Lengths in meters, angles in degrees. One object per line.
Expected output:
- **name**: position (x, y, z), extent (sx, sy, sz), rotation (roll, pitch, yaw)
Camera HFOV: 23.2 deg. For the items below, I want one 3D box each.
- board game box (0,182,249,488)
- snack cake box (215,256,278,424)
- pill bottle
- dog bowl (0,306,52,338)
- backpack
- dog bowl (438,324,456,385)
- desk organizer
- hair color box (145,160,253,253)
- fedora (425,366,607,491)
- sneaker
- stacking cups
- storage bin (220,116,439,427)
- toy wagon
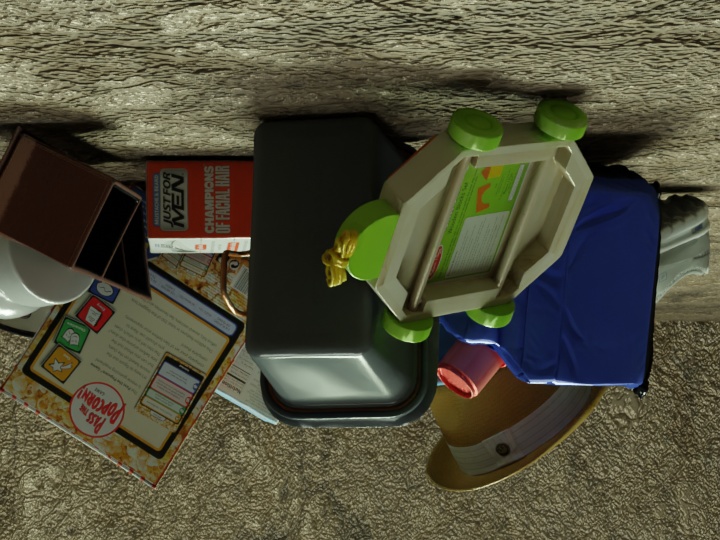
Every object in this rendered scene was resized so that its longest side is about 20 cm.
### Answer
- **board game box**: position (-0.179, 0.054, 1.438), extent (0.151, 0.201, 0.046), rotation (33, 171, -5)
- **snack cake box**: position (-0.134, 0.034, 1.510), extent (0.199, 0.115, 0.067), rotation (31, 173, -10)
- **pill bottle**: position (-0.308, -0.016, 1.394), extent (0.199, 0.115, 0.114), rotation (-5, 174, 39)
- **dog bowl**: position (-0.245, 0.005, 1.612), extent (0.199, 0.074, 0.200), rotation (3, -166, -1)
- **backpack**: position (0.132, -0.010, 1.306), extent (0.167, 0.163, 0.200), rotation (9, -173, -4)
- **dog bowl**: position (0.047, 0.044, 1.430), extent (0.199, 0.112, 0.049), rotation (0, -175, -42)
- **desk organizer**: position (-0.192, -0.034, 1.234), extent (0.077, 0.072, 0.200), rotation (26, 177, 11)
- **hair color box**: position (-0.065, -0.048, 1.350), extent (0.199, 0.064, 0.111), rotation (-1, 175, -6)
- **fedora**: position (0.124, 0.106, 1.530), extent (0.200, 0.082, 0.201), rotation (-35, -166, 10)
- **sneaker**: position (0.222, 0.012, 1.514), extent (0.199, 0.082, 0.075), rotation (-25, -155, -8)
- **stacking cups**: position (0.134, 0.017, 1.431), extent (0.060, 0.200, 0.061), rotation (33, 155, 18)
- **storage bin**: position (-0.028, -0.007, 1.165), extent (0.145, 0.201, 0.134), rotation (-1, 164, 11)
- **toy wagon**: position (0.055, -0.029, 1.064), extent (0.199, 0.156, 0.040), rotation (-9, -139, -36)
